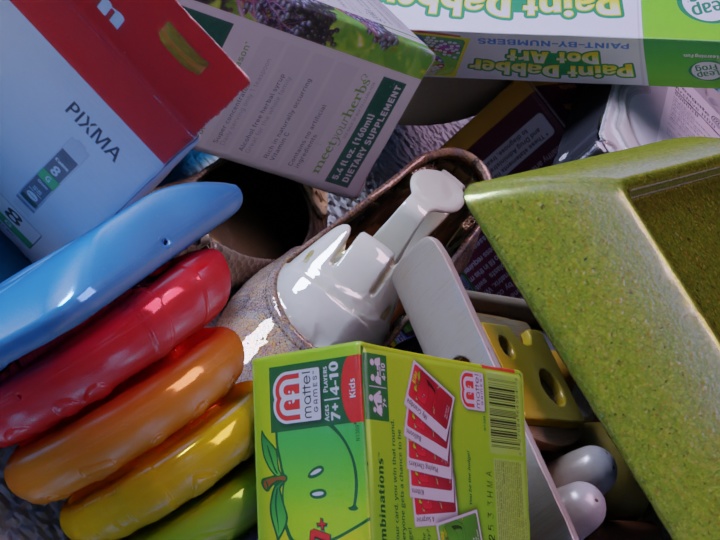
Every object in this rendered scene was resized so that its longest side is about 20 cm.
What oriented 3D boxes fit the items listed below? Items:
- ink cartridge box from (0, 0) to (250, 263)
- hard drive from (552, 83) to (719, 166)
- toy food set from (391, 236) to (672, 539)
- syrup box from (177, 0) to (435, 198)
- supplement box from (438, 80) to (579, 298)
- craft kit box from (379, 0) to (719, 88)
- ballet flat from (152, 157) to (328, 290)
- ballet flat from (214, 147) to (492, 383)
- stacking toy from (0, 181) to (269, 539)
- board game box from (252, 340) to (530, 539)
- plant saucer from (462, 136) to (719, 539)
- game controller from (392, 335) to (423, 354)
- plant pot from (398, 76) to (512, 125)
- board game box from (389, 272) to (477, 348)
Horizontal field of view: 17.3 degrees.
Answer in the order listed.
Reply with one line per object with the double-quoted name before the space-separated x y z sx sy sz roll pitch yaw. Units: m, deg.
"ink cartridge box" -0.131 -0.084 0.833 0.161 0.050 0.200 47 -19 -5
"hard drive" 0.161 -0.041 1.154 0.140 0.038 0.200 45 24 -9
"toy food set" 0.101 0.058 0.962 0.200 0.060 0.144 11 50 -58
"syrup box" -0.076 -0.103 1.009 0.199 0.079 0.081 15 22 -38
"supplement box" 0.117 0.010 1.184 0.200 0.110 0.086 54 25 10
"craft kit box" 0.104 -0.181 1.137 0.049 0.199 0.198 82 12 -63
"ballet flat" -0.054 -0.024 1.021 0.067 0.046 0.200 52 24 7
"ballet flat" 0.000 0.000 1.000 0.068 0.067 0.200 39 39 2
"stacking toy" -0.057 0.081 0.815 0.201 0.110 0.116 58 39 -6
"board game box" 0.015 0.131 0.796 0.101 0.047 0.201 12 72 -53
"plant saucer" 0.157 0.026 0.978 0.199 0.048 0.201 -15 71 -56
"game controller" 0.045 0.107 0.970 0.104 0.042 0.200 21 40 -6
"plant pot" 0.030 -0.152 1.225 0.135 0.199 0.201 84 -20 -60
"board game box" 0.060 0.085 1.076 0.200 0.029 0.134 55 24 14
